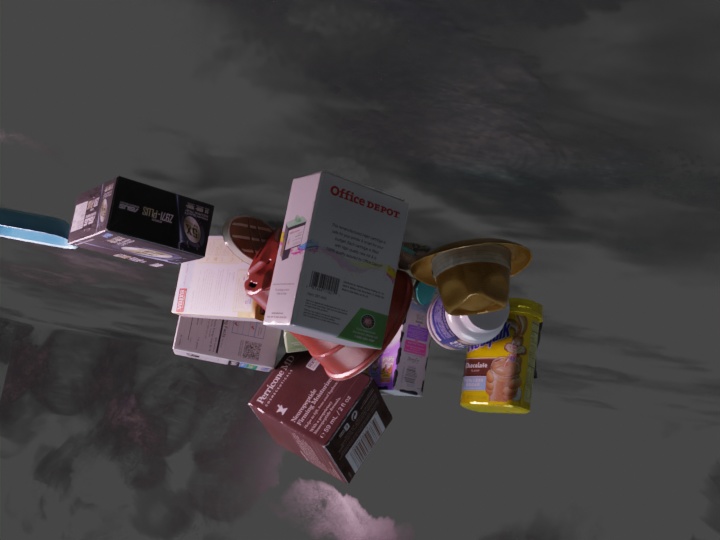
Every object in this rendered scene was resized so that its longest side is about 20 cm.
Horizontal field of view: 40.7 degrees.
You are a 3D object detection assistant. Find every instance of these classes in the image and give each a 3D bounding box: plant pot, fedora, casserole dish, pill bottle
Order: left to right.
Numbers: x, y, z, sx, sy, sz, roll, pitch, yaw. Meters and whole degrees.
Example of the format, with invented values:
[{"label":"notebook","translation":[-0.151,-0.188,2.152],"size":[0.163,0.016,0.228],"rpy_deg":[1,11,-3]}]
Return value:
[{"label":"casserole dish","translation":[-0.625,-0.082,1.830],"size":[0.197,0.039,0.121],"rpy_deg":[9,168,-2]},{"label":"plant pot","translation":[-0.058,0.029,1.465],"size":[0.195,0.202,0.200],"rpy_deg":[38,157,-23]},{"label":"pill bottle","translation":[0.194,0.078,1.725],"size":[0.110,0.113,0.200],"rpy_deg":[11,168,-9]},{"label":"fedora","translation":[0.168,0.019,1.442],"size":[0.198,0.083,0.201],"rpy_deg":[-5,161,-2]}]

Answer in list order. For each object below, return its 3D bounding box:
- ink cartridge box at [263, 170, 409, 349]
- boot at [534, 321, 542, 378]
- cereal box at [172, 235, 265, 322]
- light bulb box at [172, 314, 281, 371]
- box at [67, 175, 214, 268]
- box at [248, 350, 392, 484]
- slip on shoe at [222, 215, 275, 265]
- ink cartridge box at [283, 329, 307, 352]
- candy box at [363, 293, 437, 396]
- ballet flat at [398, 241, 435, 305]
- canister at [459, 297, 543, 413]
[{"label":"ink cartridge box","translation":[-0.030,-0.011,1.273],"size":[0.144,0.203,0.084],"rpy_deg":[17,170,-32]},{"label":"boot","translation":[0.274,0.150,1.950],"size":[0.197,0.133,0.070],"rpy_deg":[12,169,-10]},{"label":"cereal box","translation":[-0.235,0.012,1.693],"size":[0.198,0.146,0.039],"rpy_deg":[2,167,35]},{"label":"light bulb box","translation":[-0.251,0.083,1.905],"size":[0.197,0.201,0.125],"rpy_deg":[12,170,-7]},{"label":"box","translation":[-0.350,-0.071,1.533],"size":[0.162,0.087,0.199],"rpy_deg":[16,167,-32]},{"label":"box","translation":[-0.074,0.274,1.884],"size":[0.198,0.167,0.165],"rpy_deg":[22,154,32]},{"label":"slip on shoe","translation":[-0.159,-0.039,1.570],"size":[0.060,0.077,0.199],"rpy_deg":[-7,168,36]},{"label":"ink cartridge box","translation":[-0.081,0.100,1.924],"size":[0.143,0.049,0.200],"rpy_deg":[-7,-165,-4]},{"label":"candy box","translation":[0.067,0.140,1.906],"size":[0.071,0.203,0.167],"rpy_deg":[15,169,-26]},{"label":"ballet flat","translation":[0.084,-0.003,1.585],"size":[0.075,0.068,0.200],"rpy_deg":[29,167,15]},{"label":"canister","translation":[0.264,0.162,1.827],"size":[0.147,0.203,0.086],"rpy_deg":[-6,159,44]}]
